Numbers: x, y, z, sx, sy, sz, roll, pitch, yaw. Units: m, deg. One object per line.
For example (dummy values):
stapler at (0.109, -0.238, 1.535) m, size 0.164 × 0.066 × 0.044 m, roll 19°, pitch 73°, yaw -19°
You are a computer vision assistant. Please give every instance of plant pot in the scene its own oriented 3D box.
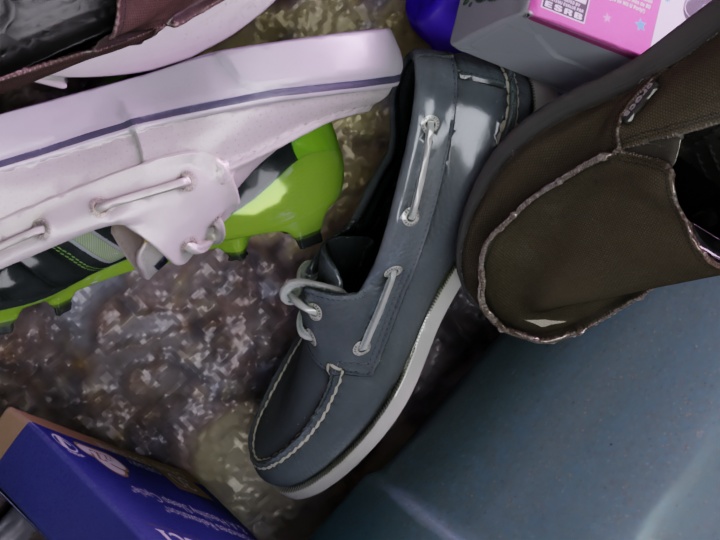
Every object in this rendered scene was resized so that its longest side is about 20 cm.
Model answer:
plant pot at (0.103, 0.091, 1.015) m, size 0.200 × 0.200 × 0.197 m, roll 37°, pitch 88°, yaw -20°

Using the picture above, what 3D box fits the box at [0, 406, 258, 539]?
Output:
box at (-0.045, 0.130, 0.962) m, size 0.032 × 0.200 × 0.121 m, roll -52°, pitch 146°, yaw 6°

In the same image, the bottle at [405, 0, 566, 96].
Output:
bottle at (0.118, -0.085, 1.021) m, size 0.199 × 0.065 × 0.084 m, roll 26°, pitch 95°, yaw -19°

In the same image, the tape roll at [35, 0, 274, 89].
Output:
tape roll at (-0.102, -0.172, 0.942) m, size 0.201 × 0.071 × 0.204 m, roll -4°, pitch 107°, yaw -12°

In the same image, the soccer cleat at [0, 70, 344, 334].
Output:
soccer cleat at (-0.104, -0.030, 0.992) m, size 0.199 × 0.067 × 0.082 m, roll -17°, pitch 105°, yaw -15°

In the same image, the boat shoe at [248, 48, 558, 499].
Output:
boat shoe at (0.000, 0.000, 0.995) m, size 0.061 × 0.073 × 0.201 m, roll 19°, pitch 119°, yaw -27°

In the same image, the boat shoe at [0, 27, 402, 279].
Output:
boat shoe at (-0.076, -0.033, 0.934) m, size 0.199 × 0.071 × 0.070 m, roll -16°, pitch 93°, yaw -9°

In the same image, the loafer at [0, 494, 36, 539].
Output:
loafer at (-0.210, 0.126, 1.007) m, size 0.200 × 0.072 × 0.063 m, roll -40°, pitch 109°, yaw -12°

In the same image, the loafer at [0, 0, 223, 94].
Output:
loafer at (-0.076, -0.107, 0.893) m, size 0.199 × 0.071 × 0.073 m, roll -31°, pitch 110°, yaw -2°

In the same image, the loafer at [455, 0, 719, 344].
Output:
loafer at (0.103, -0.030, 0.897) m, size 0.075 × 0.070 × 0.200 m, roll 26°, pitch 133°, yaw -25°

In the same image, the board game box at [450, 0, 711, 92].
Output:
board game box at (0.131, -0.155, 0.961) m, size 0.147 × 0.064 × 0.201 m, roll 19°, pitch 74°, yaw -19°
